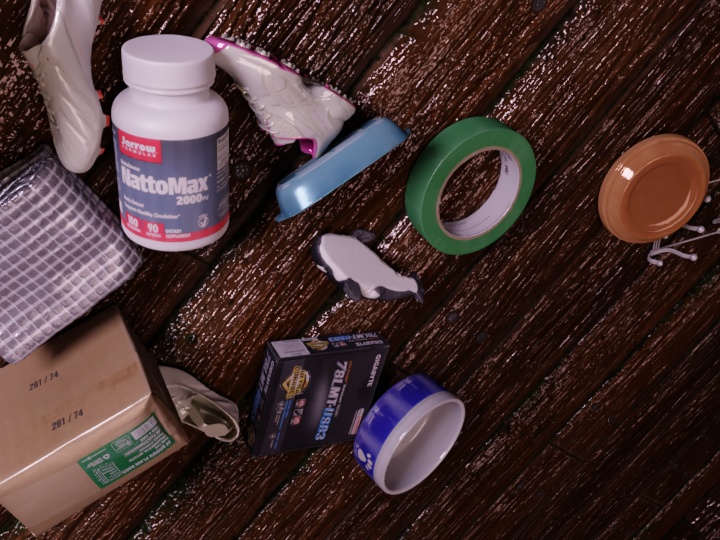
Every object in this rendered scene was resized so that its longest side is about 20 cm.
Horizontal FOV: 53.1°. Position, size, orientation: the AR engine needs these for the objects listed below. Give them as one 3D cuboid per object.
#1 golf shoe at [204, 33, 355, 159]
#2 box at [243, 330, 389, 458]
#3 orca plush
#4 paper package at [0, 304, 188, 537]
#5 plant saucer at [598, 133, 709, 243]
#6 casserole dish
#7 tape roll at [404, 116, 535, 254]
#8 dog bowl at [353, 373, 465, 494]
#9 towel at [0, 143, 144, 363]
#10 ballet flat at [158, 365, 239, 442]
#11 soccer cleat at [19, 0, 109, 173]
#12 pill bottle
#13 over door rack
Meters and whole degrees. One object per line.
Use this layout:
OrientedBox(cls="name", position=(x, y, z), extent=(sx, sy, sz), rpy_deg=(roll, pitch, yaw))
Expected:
OrientedBox(cls="golf shoe", position=(-0.095, -0.191, 0.808), extent=(0.199, 0.075, 0.092), rpy_deg=(21, 103, -39))
OrientedBox(cls="box", position=(-0.069, 0.193, 1.131), extent=(0.197, 0.050, 0.201), rpy_deg=(-1, 123, -31))
OrientedBox(cls="orca plush", position=(0.000, 0.000, 1.040), extent=(0.199, 0.071, 0.106), rpy_deg=(6, 74, -40))
OrientedBox(cls="paper package", position=(-0.331, 0.170, 0.847), extent=(0.199, 0.191, 0.104), rpy_deg=(-31, 134, -11))
OrientedBox(cls="plant saucer", position=(0.505, -0.131, 1.226), extent=(0.198, 0.038, 0.202), rpy_deg=(-6, 123, -9))
OrientedBox(cls="casserole dish", position=(-0.030, -0.130, 0.880), extent=(0.199, 0.121, 0.039), rpy_deg=(-34, 104, -5))
OrientedBox(cls="tape roll", position=(0.161, -0.120, 1.045), extent=(0.199, 0.048, 0.202), rpy_deg=(-17, 129, -21))
OrientedBox(cls="dog bowl", position=(0.085, 0.281, 1.239), extent=(0.199, 0.079, 0.201), rpy_deg=(-30, 138, -30))
OrientedBox(cls="towel", position=(-0.358, -0.011, 0.771), extent=(0.199, 0.086, 0.166), rpy_deg=(-38, 133, -2))
OrientedBox(cls="ballet flat", position=(-0.239, 0.190, 1.008), extent=(0.069, 0.070, 0.200), rpy_deg=(-46, 134, 6))
OrientedBox(cls="soccer cleat", position=(-0.288, -0.189, 0.689), extent=(0.077, 0.069, 0.202), rpy_deg=(-27, 134, -52))
OrientedBox(cls="pill bottle", position=(-0.198, -0.134, 0.758), extent=(0.119, 0.120, 0.202), rpy_deg=(-12, 127, -25))
OrientedBox(cls="over door rack", position=(0.637, -0.101, 1.349), extent=(0.199, 0.067, 0.149), rpy_deg=(-23, 132, -16))
